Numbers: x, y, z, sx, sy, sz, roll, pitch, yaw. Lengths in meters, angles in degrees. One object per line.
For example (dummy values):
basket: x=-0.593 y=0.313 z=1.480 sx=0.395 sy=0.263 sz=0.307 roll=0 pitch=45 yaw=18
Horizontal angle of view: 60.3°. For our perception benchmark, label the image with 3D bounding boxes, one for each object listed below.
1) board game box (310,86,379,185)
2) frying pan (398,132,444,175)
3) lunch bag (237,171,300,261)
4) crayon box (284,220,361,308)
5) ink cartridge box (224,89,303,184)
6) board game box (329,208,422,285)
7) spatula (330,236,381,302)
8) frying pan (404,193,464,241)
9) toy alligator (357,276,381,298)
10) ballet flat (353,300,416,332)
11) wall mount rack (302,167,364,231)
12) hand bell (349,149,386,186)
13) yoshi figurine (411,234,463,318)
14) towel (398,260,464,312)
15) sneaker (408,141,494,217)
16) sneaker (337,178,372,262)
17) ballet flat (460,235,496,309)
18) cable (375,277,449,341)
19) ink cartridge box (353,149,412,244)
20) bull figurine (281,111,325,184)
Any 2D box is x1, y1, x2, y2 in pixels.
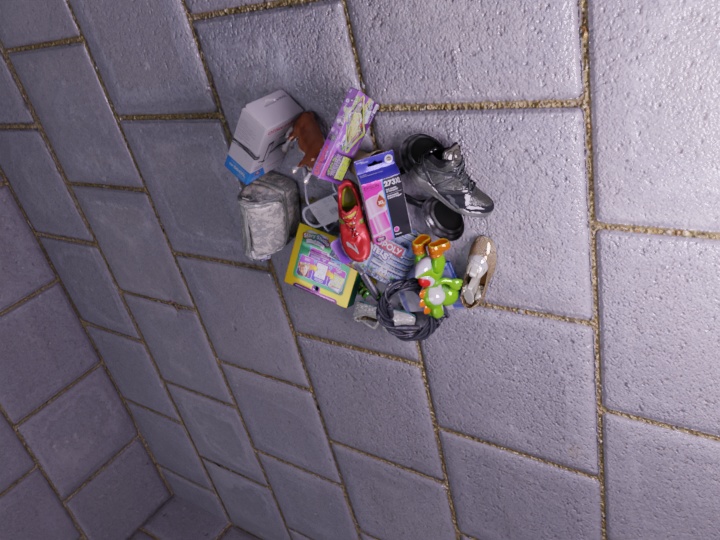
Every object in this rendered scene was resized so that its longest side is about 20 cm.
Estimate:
board game box: x=-0.032 y=-0.289 z=1.356 sx=0.032 sy=0.120 sz=0.201 roll=30 pitch=101 yaw=16
frying pan: x=0.127 y=-0.229 z=1.396 sx=0.115 sy=0.031 sz=0.190 roll=36 pitch=136 yaw=4
lunch bag: x=-0.260 y=-0.145 z=1.691 sx=0.139 sy=0.168 sz=0.201 roll=23 pitch=134 yaw=24
crayon box: x=-0.090 y=-0.018 z=1.667 sx=0.199 sy=0.058 sz=0.174 roll=22 pitch=105 yaw=17
ink cartridge box: x=-0.242 y=-0.332 z=1.546 sx=0.084 sy=0.146 sz=0.200 roll=43 pitch=139 yaw=6
board game box: x=0.050 y=-0.081 z=1.526 sx=0.199 sy=0.062 sz=0.201 roll=29 pitch=117 yaw=10
spatula: x=0.000 y=0.000 z=1.524 sx=0.056 sy=0.021 sz=0.200 roll=-32 pitch=115 yaw=4
frying pan: x=0.165 y=-0.129 z=1.440 sx=0.189 sy=0.031 sz=0.116 roll=16 pitch=132 yaw=40
toy alligator: x=-0.022 y=0.015 z=1.702 sx=0.200 sy=0.054 sz=0.059 roll=46 pitch=139 yaw=1
ballet flat: x=0.063 y=0.138 z=1.717 sx=0.199 sy=0.072 sz=0.072 roll=11 pitch=128 yaw=36
wall mount rack: x=-0.082 y=-0.194 z=1.581 sx=0.199 sy=0.075 sz=0.174 roll=-18 pitch=112 yaw=46
hand bell: x=-0.035 y=-0.273 z=1.482 sx=0.200 sy=0.104 sz=0.105 roll=33 pitch=138 yaw=33
yoshi figurine: x=0.186 y=0.013 z=1.480 sx=0.111 sy=0.113 sz=0.201 roll=-6 pitch=116 yaw=5
towel: x=0.169 y=0.044 z=1.590 sx=0.199 sy=0.024 sz=0.148 roll=-6 pitch=118 yaw=42
sneaker: x=0.210 y=-0.193 z=1.314 sx=0.199 sy=0.076 sz=0.114 roll=33 pitch=138 yaw=0
sneaker: x=-0.024 y=-0.116 z=1.445 sx=0.076 sy=0.085 sz=0.201 roll=-13 pitch=86 yaw=7
ballet flat: x=0.273 y=0.014 z=1.446 sx=0.070 sy=0.065 sz=0.201 roll=19 pitch=132 yaw=24
cable: x=0.119 y=0.099 z=1.573 sx=0.163 sy=0.051 sz=0.200 roll=-33 pitch=123 yaw=24
ink cartridge box: x=0.053 y=-0.164 z=1.414 sx=0.037 sy=0.094 sz=0.201 roll=-118 pitch=12 yaw=-62
bull figurine: x=-0.119 y=-0.286 z=1.483 sx=0.121 sy=0.065 sz=0.201 roll=-37 pitch=57 yaw=27
